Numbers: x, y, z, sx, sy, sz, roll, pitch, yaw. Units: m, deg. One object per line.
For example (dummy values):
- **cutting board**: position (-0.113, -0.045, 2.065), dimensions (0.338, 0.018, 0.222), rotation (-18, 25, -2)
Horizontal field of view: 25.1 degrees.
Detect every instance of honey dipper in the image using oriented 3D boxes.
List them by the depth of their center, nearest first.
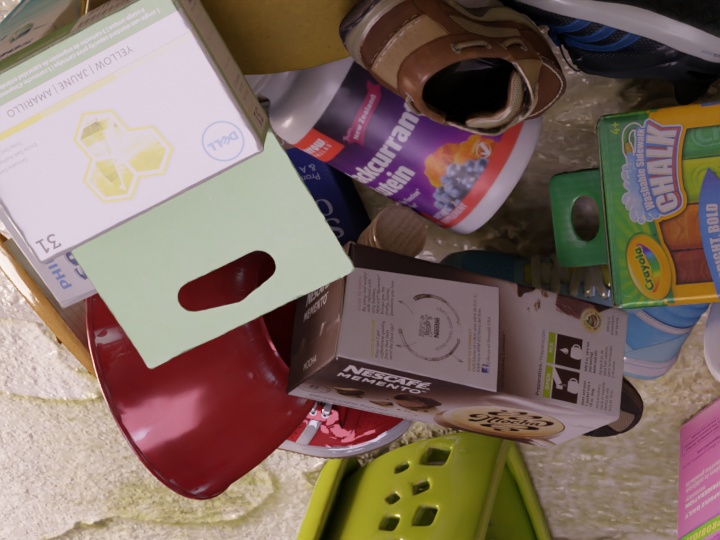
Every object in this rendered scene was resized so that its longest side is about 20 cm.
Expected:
- **honey dipper**: position (0.000, 0.000, 1.142), dimensions (0.038, 0.038, 0.200), rotation (22, 161, -9)

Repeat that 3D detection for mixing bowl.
- **mixing bowl**: position (-0.093, 0.051, 1.151), dimensions (0.108, 0.201, 0.200), rotation (-22, 126, 22)

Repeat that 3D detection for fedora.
- **fedora**: position (-0.208, 0.007, 1.221), dimensions (0.082, 0.201, 0.201), rotation (-40, 124, -6)

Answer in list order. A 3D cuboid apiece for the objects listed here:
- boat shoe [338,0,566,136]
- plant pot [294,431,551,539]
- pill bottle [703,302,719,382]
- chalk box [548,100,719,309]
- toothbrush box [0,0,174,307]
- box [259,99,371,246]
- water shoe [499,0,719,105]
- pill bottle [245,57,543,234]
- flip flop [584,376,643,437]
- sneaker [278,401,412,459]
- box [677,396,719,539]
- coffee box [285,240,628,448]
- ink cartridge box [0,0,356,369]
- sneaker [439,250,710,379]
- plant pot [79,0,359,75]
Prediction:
- **boat shoe**: position (0.064, -0.109, 0.934), dimensions (0.076, 0.074, 0.200), rotation (-47, 153, 22)
- **plant pot**: position (0.046, 0.267, 1.372), dimensions (0.180, 0.200, 0.201), rotation (-2, 134, 24)
- **pill bottle**: position (0.352, 0.071, 1.155), dimensions (0.199, 0.114, 0.113), rotation (28, 134, -25)
- **chalk box**: position (0.219, -0.043, 1.041), dimensions (0.199, 0.124, 0.126), rotation (-7, 90, 17)
- **toothbrush box**: position (-0.161, -0.097, 0.992), dimensions (0.085, 0.200, 0.147), rotation (-22, 113, 23)
- **box**: position (-0.057, -0.038, 1.205), dimensions (0.120, 0.033, 0.200), rotation (-9, 132, 21)
- **water shoe**: position (0.140, -0.156, 1.016), dimensions (0.199, 0.072, 0.079), rotation (19, 137, -5)
- **pill bottle**: position (0.009, -0.115, 1.056), dimensions (0.199, 0.112, 0.111), rotation (28, 133, -14)
- **flip flop**: position (0.132, 0.058, 1.245), dimensions (0.199, 0.058, 0.081), rotation (30, 140, 4)
- **sneaker**: position (-0.060, 0.089, 1.302), dimensions (0.199, 0.071, 0.113), rotation (0, 137, 15)
- **box**: position (0.340, 0.212, 1.242), dimensions (0.175, 0.201, 0.097), rotation (29, 133, -17)
- **coffee box**: position (0.062, 0.054, 1.081), dimensions (0.199, 0.080, 0.113), rotation (14, 160, -16)
- **ink cartridge box**: position (-0.111, -0.043, 0.877), dimensions (0.145, 0.048, 0.201), rotation (-25, 111, 14)
- **sneaker**: position (0.162, -0.001, 1.161), dimensions (0.199, 0.080, 0.131), rotation (14, 138, -15)
- **plant pot**: position (-0.046, -0.228, 0.911), dimensions (0.199, 0.195, 0.196), rotation (8, 137, -14)
